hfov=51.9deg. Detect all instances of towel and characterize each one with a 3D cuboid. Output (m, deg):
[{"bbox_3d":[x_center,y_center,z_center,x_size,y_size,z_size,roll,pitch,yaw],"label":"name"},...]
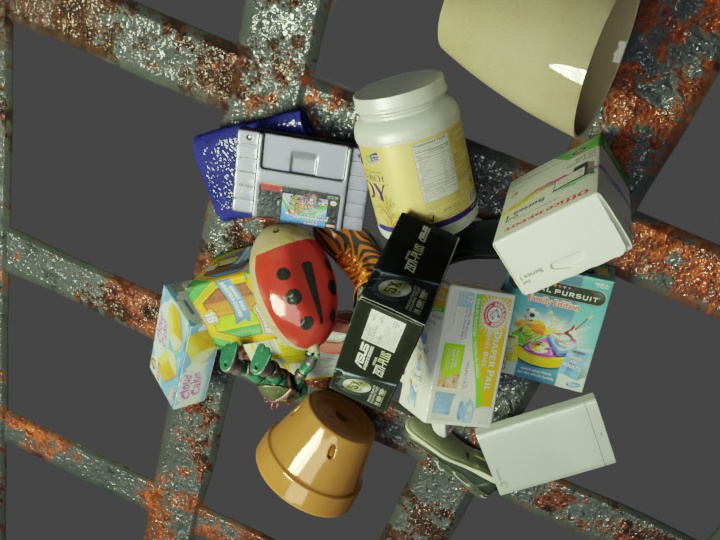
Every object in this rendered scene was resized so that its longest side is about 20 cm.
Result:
[{"bbox_3d":[-0.149,-0.159,1.138,0.198,0.050,0.149,-8,112,22],"label":"towel"}]

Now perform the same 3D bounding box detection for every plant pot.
[{"bbox_3d":[0.200,-0.281,0.878,0.199,0.187,0.189,26,125,21],"label":"plant pot"},{"bbox_3d":[-0.064,0.307,1.297,0.199,0.200,0.141,32,108,-1],"label":"plant pot"}]

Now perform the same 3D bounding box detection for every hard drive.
[{"bbox_3d":[0.302,0.286,1.210,0.198,0.027,0.133,-19,112,12],"label":"hard drive"}]

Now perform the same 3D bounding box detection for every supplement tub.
[{"bbox_3d":[0.073,-0.153,1.000,0.144,0.146,0.202,-6,116,22],"label":"supplement tub"}]

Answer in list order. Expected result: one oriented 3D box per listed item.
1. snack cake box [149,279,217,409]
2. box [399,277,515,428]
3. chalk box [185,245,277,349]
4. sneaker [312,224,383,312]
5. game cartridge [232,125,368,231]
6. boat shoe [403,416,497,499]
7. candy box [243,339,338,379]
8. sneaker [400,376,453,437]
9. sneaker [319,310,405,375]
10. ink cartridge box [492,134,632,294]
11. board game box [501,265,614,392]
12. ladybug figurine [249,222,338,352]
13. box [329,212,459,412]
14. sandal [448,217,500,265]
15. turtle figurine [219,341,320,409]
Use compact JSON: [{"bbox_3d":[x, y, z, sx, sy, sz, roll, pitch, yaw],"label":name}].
[{"bbox_3d":[-0.312,0.131,1.316,0.115,0.067,0.201,46,131,34],"label":"snack cake box"},{"bbox_3d":[0.140,0.116,1.089,0.111,0.101,0.202,8,95,-20],"label":"box"},{"bbox_3d":[-0.153,0.032,1.199,0.198,0.124,0.126,-13,114,26],"label":"chalk box"},{"bbox_3d":[0.000,0.000,1.133,0.199,0.112,0.078,37,124,-4],"label":"sneaker"},{"bbox_3d":[-0.085,-0.130,1.080,0.198,0.038,0.131,9,109,0],"label":"game cartridge"},{"bbox_3d":[0.154,0.328,1.290,0.199,0.072,0.068,33,120,-3],"label":"boat shoe"},{"bbox_3d":[-0.107,0.146,1.307,0.198,0.026,0.103,-10,117,25],"label":"candy box"},{"bbox_3d":[0.111,0.183,1.233,0.099,0.075,0.202,-2,112,32],"label":"sneaker"},{"bbox_3d":[0.021,0.101,1.189,0.198,0.116,0.079,18,104,3],"label":"sneaker"},{"bbox_3d":[0.260,-0.075,0.945,0.144,0.200,0.084,-27,108,30],"label":"ink cartridge box"},{"bbox_3d":[0.282,0.075,1.115,0.149,0.047,0.202,12,122,12],"label":"board game box"},{"bbox_3d":[-0.089,0.021,1.091,0.072,0.135,0.202,-24,84,54],"label":"ladybug figurine"},{"bbox_3d":[0.042,0.057,0.967,0.085,0.164,0.201,23,138,5],"label":"box"},{"bbox_3d":[0.135,-0.045,1.081,0.198,0.076,0.048,-11,159,17],"label":"sandal"},{"bbox_3d":[-0.132,0.167,1.212,0.149,0.102,0.200,-18,153,23],"label":"turtle figurine"}]
